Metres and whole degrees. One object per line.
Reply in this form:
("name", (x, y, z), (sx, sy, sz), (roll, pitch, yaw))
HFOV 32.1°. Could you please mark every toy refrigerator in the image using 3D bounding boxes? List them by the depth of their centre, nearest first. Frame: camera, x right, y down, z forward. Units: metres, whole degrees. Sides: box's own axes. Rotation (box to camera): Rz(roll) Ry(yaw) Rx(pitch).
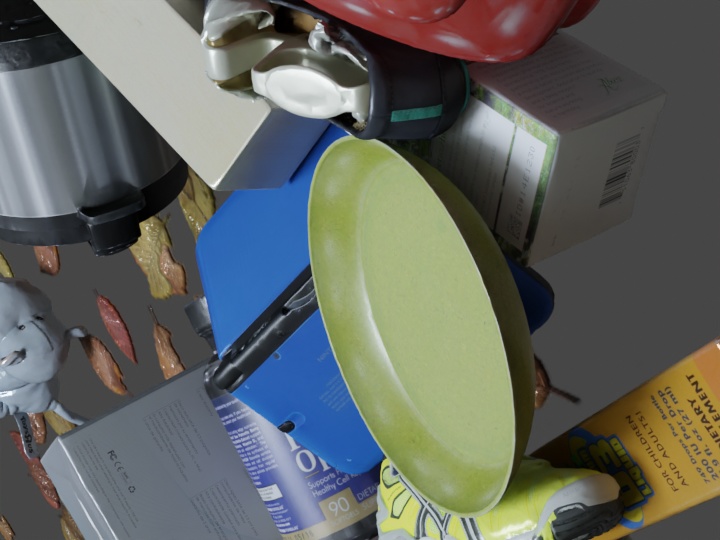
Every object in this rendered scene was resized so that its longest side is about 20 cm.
("toy refrigerator", (-0.116, -0.136, 0.763), (0.200, 0.076, 0.070), (45, 113, 17))

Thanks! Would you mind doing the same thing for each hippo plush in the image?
("hippo plush", (-0.386, 0.098, 1.347), (0.200, 0.159, 0.161), (59, 149, 8))

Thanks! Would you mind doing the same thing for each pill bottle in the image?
("pill bottle", (-0.043, 0.095, 0.892), (0.200, 0.112, 0.112), (62, 149, 0))

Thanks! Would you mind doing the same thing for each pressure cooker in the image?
("pressure cooker", (-0.219, -0.111, 0.925), (0.179, 0.176, 0.200), (2, 123, 17))

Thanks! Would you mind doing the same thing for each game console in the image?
("game console", (0.000, 0.000, 0.781), (0.171, 0.118, 0.200), (37, 123, -13))

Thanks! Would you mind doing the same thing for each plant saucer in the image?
("plant saucer", (0.032, 0.025, 0.633), (0.200, 0.031, 0.200), (48, 148, 43))

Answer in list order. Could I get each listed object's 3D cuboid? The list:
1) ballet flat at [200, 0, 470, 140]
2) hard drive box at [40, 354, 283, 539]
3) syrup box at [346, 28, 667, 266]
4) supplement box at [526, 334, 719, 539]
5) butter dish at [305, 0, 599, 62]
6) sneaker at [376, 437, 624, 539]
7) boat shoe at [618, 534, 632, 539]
("ballet flat", (-0.035, -0.109, 0.616), (0.200, 0.073, 0.073), (30, 136, 41))
("hard drive box", (-0.114, 0.156, 0.958), (0.156, 0.200, 0.077), (59, 149, 7))
("syrup box", (0.049, -0.095, 0.644), (0.200, 0.081, 0.079), (41, 139, 34))
("supplement box", (0.161, 0.085, 0.634), (0.067, 0.069, 0.200), (58, 151, 12))
("butter dish", (0.032, -0.158, 0.500), (0.199, 0.148, 0.200), (18, 142, -7))
("sneaker", (0.061, 0.123, 0.684), (0.200, 0.075, 0.076), (-25, 75, 55))
("boat shoe", (0.088, 0.160, 0.797), (0.200, 0.076, 0.072), (-16, 96, 49))
